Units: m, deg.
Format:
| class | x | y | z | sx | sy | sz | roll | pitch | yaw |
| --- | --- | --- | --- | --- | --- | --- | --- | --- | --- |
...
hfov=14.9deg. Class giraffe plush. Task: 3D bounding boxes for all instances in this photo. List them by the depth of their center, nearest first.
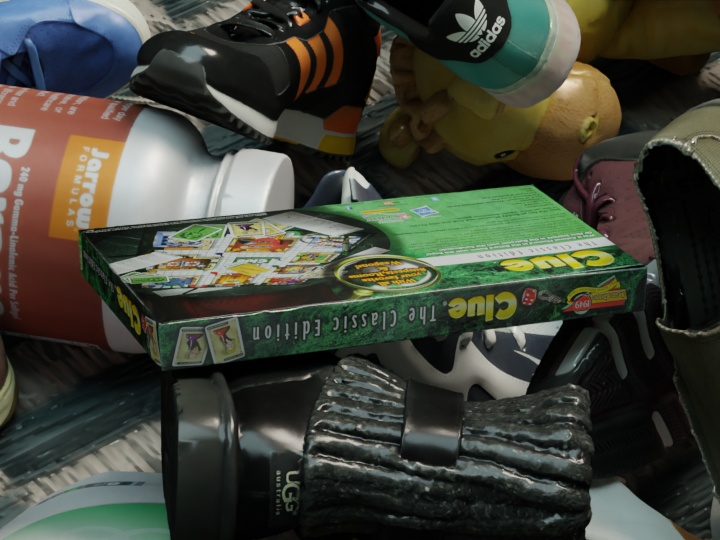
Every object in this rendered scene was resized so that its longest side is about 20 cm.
| class | x | y | z | sx | sy | sz | roll | pitch | yaw |
| --- | --- | --- | --- | --- | --- | --- | --- | --- | --- |
| giraffe plush | 0.087 | -0.117 | 1.329 | 0.199 | 0.173 | 0.163 | 21 | 66 | 12 |

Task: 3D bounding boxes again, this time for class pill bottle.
| class | x | y | z | sx | sy | sz | roll | pitch | yaw |
| --- | --- | --- | --- | --- | --- | --- | --- | --- | --- |
| pill bottle | -0.135 | -0.024 | 1.243 | 0.199 | 0.113 | 0.112 | 8 | 41 | 8 |

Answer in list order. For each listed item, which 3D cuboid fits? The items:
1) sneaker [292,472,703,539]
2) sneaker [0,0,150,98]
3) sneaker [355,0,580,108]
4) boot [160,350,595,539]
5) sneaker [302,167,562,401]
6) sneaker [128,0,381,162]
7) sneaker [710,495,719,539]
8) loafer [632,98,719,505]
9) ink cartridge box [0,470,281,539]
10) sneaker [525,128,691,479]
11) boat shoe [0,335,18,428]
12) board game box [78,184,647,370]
| class | x | y | z | sx | sy | sz | roll | pitch | yaw |
| --- | --- | --- | --- | --- | --- | --- | --- | --- | --- |
| sneaker | 0.055 | 0.106 | 1.127 | 0.199 | 0.073 | 0.084 | 22 | 20 | 32 |
| sneaker | -0.204 | -0.082 | 1.346 | 0.199 | 0.077 | 0.111 | -4 | 34 | 6 |
| sneaker | 0.024 | -0.151 | 1.259 | 0.072 | 0.080 | 0.200 | -53 | 42 | 10 |
| boot | 0.002 | 0.058 | 1.059 | 0.157 | 0.080 | 0.211 | -1 | 19 | -7 |
| sneaker | 0.029 | 0.011 | 1.179 | 0.198 | 0.130 | 0.080 | -7 | 40 | -5 |
| sneaker | -0.043 | -0.108 | 1.281 | 0.070 | 0.091 | 0.200 | 21 | 3 | 20 |
| sneaker | 0.216 | 0.042 | 1.136 | 0.075 | 0.104 | 0.201 | 41 | 47 | -16 |
| loafer | 0.143 | 0.033 | 1.050 | 0.075 | 0.201 | 0.069 | -25 | -13 | 38 |
| ink cartridge box | -0.142 | 0.112 | 1.078 | 0.199 | 0.050 | 0.161 | 5 | 8 | 8 |
| sneaker | 0.109 | 0.006 | 1.158 | 0.115 | 0.076 | 0.200 | 16 | 48 | 45 |
| boat shoe | -0.239 | 0.070 | 1.179 | 0.200 | 0.065 | 0.073 | -32 | 49 | -29 |
| board game box | 0.000 | 0.000 | 1.069 | 0.199 | 0.024 | 0.105 | -6 | 20 | -21 |
